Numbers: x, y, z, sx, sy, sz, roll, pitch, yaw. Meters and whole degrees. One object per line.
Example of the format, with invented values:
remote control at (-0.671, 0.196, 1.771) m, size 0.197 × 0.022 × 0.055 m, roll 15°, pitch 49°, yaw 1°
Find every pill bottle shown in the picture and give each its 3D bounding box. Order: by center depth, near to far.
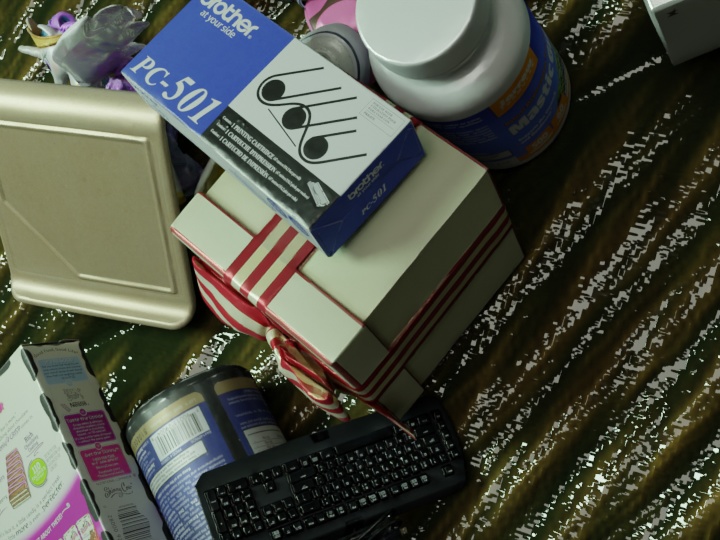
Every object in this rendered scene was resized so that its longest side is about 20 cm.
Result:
pill bottle at (0.072, -0.147, 0.772) m, size 0.111 × 0.200 × 0.113 m, roll -4°, pitch 79°, yaw 22°
pill bottle at (-0.092, 0.183, 0.854) m, size 0.112 × 0.112 × 0.201 m, roll -36°, pitch 69°, yaw 16°

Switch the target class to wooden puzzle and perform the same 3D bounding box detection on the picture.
wooden puzzle at (-0.226, -0.056, 0.918) m, size 0.183 × 0.037 × 0.202 m, roll 8°, pitch 120°, yaw 19°

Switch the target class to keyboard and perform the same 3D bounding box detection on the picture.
keyboard at (-0.010, 0.160, 0.797) m, size 0.198 × 0.040 × 0.105 m, roll -18°, pitch 73°, yaw -19°

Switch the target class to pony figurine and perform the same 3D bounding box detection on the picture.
pony figurine at (-0.201, -0.148, 0.944) m, size 0.192 × 0.166 × 0.202 m, roll -18°, pitch 92°, yaw 33°

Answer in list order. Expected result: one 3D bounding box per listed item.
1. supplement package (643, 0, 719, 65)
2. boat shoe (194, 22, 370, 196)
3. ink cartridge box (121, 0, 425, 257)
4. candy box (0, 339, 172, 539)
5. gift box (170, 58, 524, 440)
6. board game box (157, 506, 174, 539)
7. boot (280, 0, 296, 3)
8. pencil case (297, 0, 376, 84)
supplement package at (0.221, -0.260, 0.726) m, size 0.120 × 0.120 × 0.202 m, roll -20°, pitch 76°, yaw 18°
boat shoe at (-0.073, -0.106, 0.860) m, size 0.075 × 0.086 × 0.202 m, roll 49°, pitch 128°, yaw 0°
ink cartridge box at (-0.061, -0.105, 0.733) m, size 0.200 × 0.044 × 0.094 m, roll 39°, pitch 82°, yaw 29°
candy box at (-0.239, 0.175, 0.876) m, size 0.136 × 0.061 × 0.201 m, roll -42°, pitch 68°, yaw 30°
gift box at (0.000, 0.000, 0.802) m, size 0.184 × 0.200 × 0.187 m, roll 37°, pitch 83°, yaw 31°
board game box at (-0.234, 0.282, 0.938) m, size 0.199 × 0.056 × 0.197 m, roll 25°, pitch 93°, yaw 26°
boot at (-0.024, -0.333, 0.898) m, size 0.073 × 0.153 × 0.205 m, roll 32°, pitch 139°, yaw 48°
pencil case at (0.050, -0.229, 0.864) m, size 0.199 × 0.091 × 0.094 m, roll -28°, pitch 30°, yaw 17°
